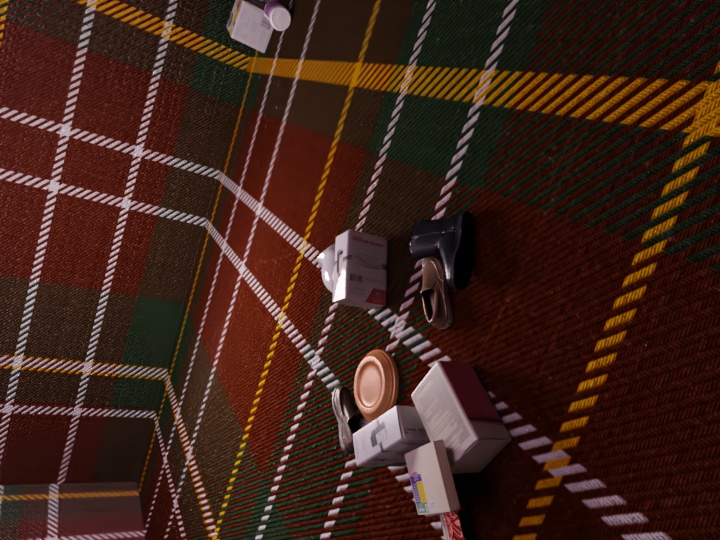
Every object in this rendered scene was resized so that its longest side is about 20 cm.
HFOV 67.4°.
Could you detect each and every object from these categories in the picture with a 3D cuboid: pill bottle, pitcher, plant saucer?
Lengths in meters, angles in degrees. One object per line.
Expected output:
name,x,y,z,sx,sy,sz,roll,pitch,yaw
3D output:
pill bottle,-0.422,-1.286,2.714,0.114,0.110,0.201,-61,36,25
pitcher,-0.055,-0.025,1.732,0.172,0.120,0.201,-50,28,14
plant saucer,0.037,0.325,1.530,0.199,0.037,0.205,-26,58,53

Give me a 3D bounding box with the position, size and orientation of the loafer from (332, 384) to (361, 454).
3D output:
loafer,-0.029,0.428,1.582,0.069,0.074,0.204,-34,56,33

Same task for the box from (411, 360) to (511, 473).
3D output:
box,0.214,0.318,1.180,0.129,0.107,0.202,-57,38,31

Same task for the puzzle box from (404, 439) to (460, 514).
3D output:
puzzle box,0.149,0.446,1.157,0.201,0.025,0.136,118,142,-62

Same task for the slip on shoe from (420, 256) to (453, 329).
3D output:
slip on shoe,0.181,0.049,1.365,0.076,0.060,0.204,-36,51,47

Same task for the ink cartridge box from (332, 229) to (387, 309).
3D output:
ink cartridge box,0.000,0.000,1.591,0.082,0.144,0.205,-21,62,55

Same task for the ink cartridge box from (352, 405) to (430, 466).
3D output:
ink cartridge box,0.094,0.406,1.312,0.200,0.144,0.085,-44,44,40

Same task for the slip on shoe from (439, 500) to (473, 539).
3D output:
slip on shoe,0.204,0.521,1.181,0.060,0.074,0.203,-29,50,20

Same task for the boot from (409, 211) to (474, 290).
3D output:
boot,0.197,-0.041,1.341,0.166,0.076,0.205,-12,63,48

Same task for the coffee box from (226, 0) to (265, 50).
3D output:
coffee box,-0.588,-1.340,2.913,0.202,0.197,0.199,-58,37,28
